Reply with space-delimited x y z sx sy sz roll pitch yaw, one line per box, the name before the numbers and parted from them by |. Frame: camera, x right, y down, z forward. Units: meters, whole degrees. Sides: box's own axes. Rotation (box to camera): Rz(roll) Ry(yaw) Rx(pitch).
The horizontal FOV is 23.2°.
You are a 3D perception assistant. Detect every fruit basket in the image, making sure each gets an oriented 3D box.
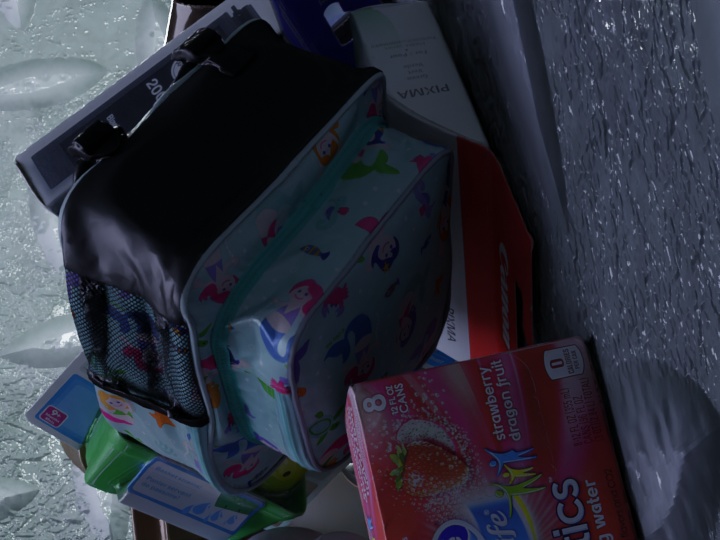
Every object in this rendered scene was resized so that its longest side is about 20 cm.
fruit basket | -0.064 0.071 1.001 0.200 0.185 0.094 -40 34 36

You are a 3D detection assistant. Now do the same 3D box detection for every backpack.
backpack | -0.044 0.008 0.824 0.150 0.178 0.200 29 146 17

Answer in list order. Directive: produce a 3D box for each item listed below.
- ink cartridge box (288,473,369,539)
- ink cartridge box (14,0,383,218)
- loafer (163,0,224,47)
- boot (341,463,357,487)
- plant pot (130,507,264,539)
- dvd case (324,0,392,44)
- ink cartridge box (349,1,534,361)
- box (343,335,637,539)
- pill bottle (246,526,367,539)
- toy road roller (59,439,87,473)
ink cartridge box | -0.011 0.186 1.397 0.200 0.084 0.146 54 -159 -66
ink cartridge box | -0.060 -0.077 0.931 0.043 0.200 0.198 53 -178 19
loafer | -0.095 -0.152 1.084 0.200 0.071 0.073 -56 40 13
boot | 0.035 0.156 1.244 0.200 0.077 0.139 -73 -30 -73
plant pot | -0.112 0.185 1.280 0.201 0.093 0.201 174 90 -75
dvd case | -0.054 -0.196 1.132 0.018 0.143 0.200 25 -144 -40
ink cartridge box | 0.041 -0.017 0.886 0.200 0.050 0.161 -104 6 -47
box | 0.062 0.138 0.716 0.095 0.100 0.200 103 155 -76
pill bottle | -0.062 0.221 1.047 0.200 0.111 0.111 -38 57 44
toy road roller | -0.089 0.075 1.154 0.146 0.200 0.123 38 171 -17
